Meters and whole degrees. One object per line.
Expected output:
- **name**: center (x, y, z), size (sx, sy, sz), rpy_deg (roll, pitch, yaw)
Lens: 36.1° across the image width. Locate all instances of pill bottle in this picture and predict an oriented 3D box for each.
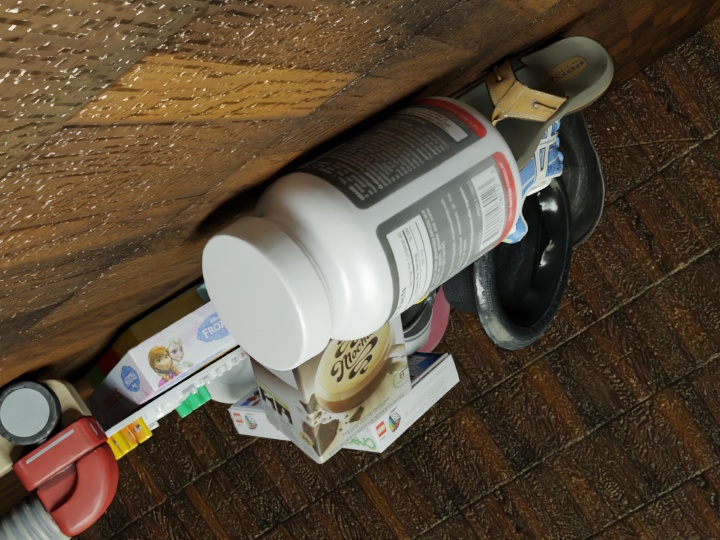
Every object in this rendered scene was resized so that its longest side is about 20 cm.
- **pill bottle**: center (0.003, -0.026, 0.721), size (0.200, 0.116, 0.116), rpy_deg (-33, 178, -34)
- **pill bottle**: center (-0.112, 0.071, 1.243), size (0.112, 0.113, 0.200), rpy_deg (-35, 177, 23)

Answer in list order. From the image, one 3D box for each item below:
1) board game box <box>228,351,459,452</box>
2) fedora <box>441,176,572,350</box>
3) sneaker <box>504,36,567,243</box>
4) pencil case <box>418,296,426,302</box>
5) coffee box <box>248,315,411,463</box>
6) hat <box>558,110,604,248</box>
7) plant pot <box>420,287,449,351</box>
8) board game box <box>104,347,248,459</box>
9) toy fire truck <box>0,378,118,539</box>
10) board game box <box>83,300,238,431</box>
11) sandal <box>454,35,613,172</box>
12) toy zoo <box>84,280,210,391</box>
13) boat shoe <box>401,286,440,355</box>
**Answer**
- **board game box**: center (-0.019, 0.121, 1.081), size (0.200, 0.035, 0.126), rpy_deg (-1, -154, 45)
- **fedora**: center (0.137, -0.023, 1.117), size (0.091, 0.201, 0.200), rpy_deg (5, -154, 39)
- **sneaker**: center (0.143, -0.113, 0.965), size (0.200, 0.077, 0.076), rpy_deg (-60, -177, -11)
- **pencil case**: center (0.000, 0.000, 1.037), size (0.088, 0.088, 0.200), rpy_deg (-34, -176, -25)
- **coffee box**: center (-0.031, 0.049, 0.918), size (0.113, 0.080, 0.200), rpy_deg (-36, 139, -25)
- **hat**: center (0.176, -0.103, 1.220), size (0.081, 0.201, 0.201), rpy_deg (-13, 169, -26)
- **plant pot**: center (-0.008, 0.040, 1.509), size (0.179, 0.200, 0.200), rpy_deg (-11, 162, -42)
- **board game box**: center (-0.185, 0.135, 1.028), size (0.200, 0.026, 0.200), rpy_deg (-32, 177, -39)
- **toy fire truck**: center (-0.245, 0.199, 0.804), size (0.176, 0.200, 0.129), rpy_deg (-34, 179, -10)
- **board game box**: center (-0.140, 0.063, 1.003), size (0.200, 0.041, 0.199), rpy_deg (-33, 178, -29)
- **sandal**: center (0.134, -0.138, 0.876), size (0.200, 0.082, 0.055), rpy_deg (-34, 160, -25)
- **toy zoo**: center (-0.172, 0.047, 1.015), size (0.131, 0.020, 0.200), rpy_deg (-33, 178, -32)
- **boat shoe**: center (0.054, 0.010, 1.125), size (0.200, 0.070, 0.066), rpy_deg (-55, 156, -55)
